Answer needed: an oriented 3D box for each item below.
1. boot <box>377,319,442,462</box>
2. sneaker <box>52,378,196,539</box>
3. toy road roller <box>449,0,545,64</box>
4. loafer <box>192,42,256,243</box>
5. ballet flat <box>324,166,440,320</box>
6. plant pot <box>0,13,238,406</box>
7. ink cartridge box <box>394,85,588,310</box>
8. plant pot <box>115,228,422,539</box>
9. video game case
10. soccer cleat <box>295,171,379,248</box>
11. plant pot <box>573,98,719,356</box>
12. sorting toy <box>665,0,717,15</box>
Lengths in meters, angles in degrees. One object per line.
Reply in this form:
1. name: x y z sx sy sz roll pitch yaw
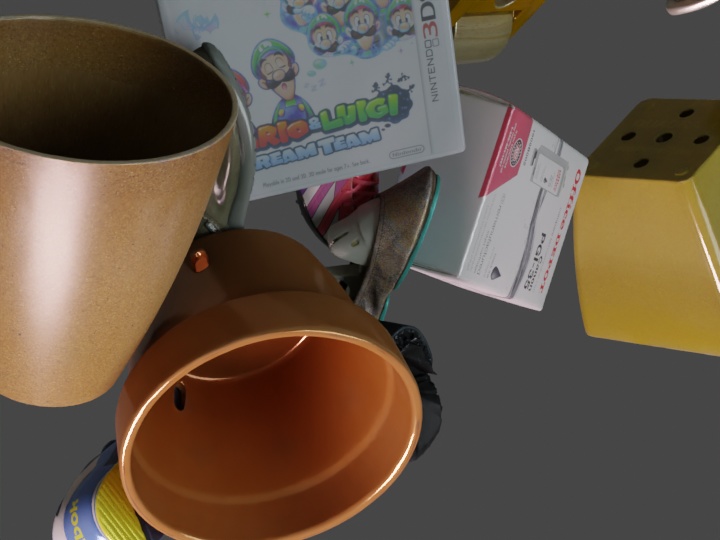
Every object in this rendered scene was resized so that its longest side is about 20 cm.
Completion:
1. boot: -0.021 0.117 1.233 0.076 0.167 0.202 -25 123 -44
2. sneaker: -0.149 0.138 1.167 0.074 0.082 0.200 56 35 -4
3. toy road roller: 0.085 -0.268 1.275 0.122 0.146 0.200 -13 151 -48
4. loafer: -0.114 -0.056 1.110 0.069 0.075 0.201 -8 121 -19
5. ballet flat: 0.000 0.000 1.255 0.068 0.067 0.201 -91 -161 -55
6. plant pot: -0.179 -0.024 0.991 0.186 0.186 0.201 -23 135 -45
7. ink cartridge box: 0.106 -0.057 1.363 0.200 0.082 0.148 19 89 -63
8. plant pot: -0.072 0.068 1.094 0.198 0.140 0.201 -10 132 -11
9. video game case: -0.032 -0.145 1.141 0.198 0.024 0.183 -13 121 -6
10. soccer cleat: -0.011 -0.087 1.239 0.068 0.073 0.201 -44 135 -33
11. plant pot: 0.317 -0.055 1.581 0.200 0.199 0.177 -45 124 -30
12. sorting toy: 0.359 -0.376 1.591 0.180 0.106 0.201 -56 144 -50
